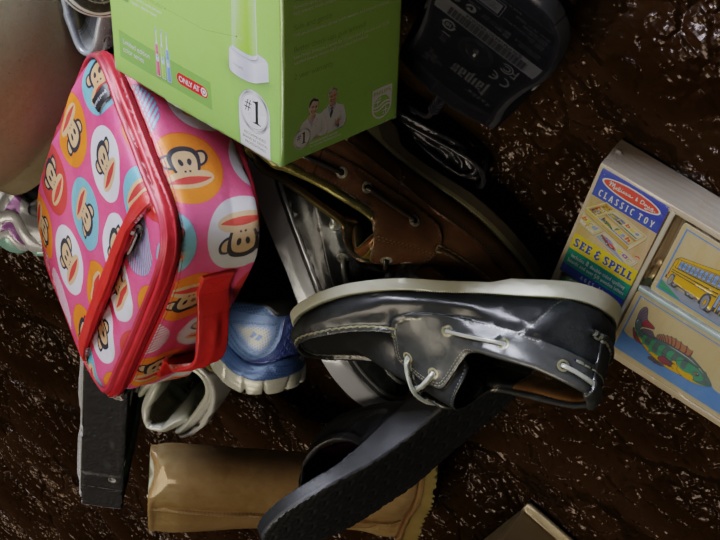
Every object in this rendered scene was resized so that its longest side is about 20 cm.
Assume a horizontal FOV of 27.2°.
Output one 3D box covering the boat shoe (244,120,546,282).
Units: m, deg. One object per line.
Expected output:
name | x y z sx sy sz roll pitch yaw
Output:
boat shoe | 0.018 -0.030 0.861 0.200 0.068 0.072 40 161 -11

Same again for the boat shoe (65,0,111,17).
boat shoe | -0.145 -0.221 0.796 0.064 0.071 0.200 -109 17 -52

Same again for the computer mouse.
computer mouse | 0.039 -0.132 0.787 0.140 0.046 0.200 36 155 4

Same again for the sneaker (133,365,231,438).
sneaker | -0.134 0.074 1.099 0.074 0.116 0.200 45 146 -5

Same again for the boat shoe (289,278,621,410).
boat shoe | 0.046 0.044 0.846 0.200 0.068 0.072 1 157 25

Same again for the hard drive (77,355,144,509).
hard drive | -0.179 0.063 1.100 0.038 0.140 0.200 8 136 -3

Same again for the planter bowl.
planter bowl | -0.249 -0.130 0.959 0.135 0.201 0.200 34 152 -32

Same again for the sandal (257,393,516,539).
sandal | 0.017 0.108 0.951 0.048 0.200 0.075 54 -179 34

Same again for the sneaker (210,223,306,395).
sneaker | -0.092 -0.010 0.990 0.200 0.078 0.089 45 134 36

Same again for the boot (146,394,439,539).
boot | -0.049 0.140 1.040 0.200 0.066 0.175 4 140 -4

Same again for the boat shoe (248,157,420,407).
boat shoe | 0.001 -0.002 0.932 0.068 0.074 0.200 -12 109 27

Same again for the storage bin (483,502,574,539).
storage bin | 0.129 0.295 1.086 0.198 0.094 0.200 41 144 4

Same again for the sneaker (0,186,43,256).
sneaker | -0.275 -0.101 1.089 0.200 0.078 0.140 28 142 19

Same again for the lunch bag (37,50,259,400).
lunch bag | -0.126 -0.017 0.893 0.176 0.082 0.200 65 148 24

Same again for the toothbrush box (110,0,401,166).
toothbrush box | -0.056 -0.176 0.745 0.146 0.086 0.200 31 135 37

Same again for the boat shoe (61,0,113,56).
boat shoe | -0.162 -0.223 0.867 0.074 0.065 0.202 20 137 28

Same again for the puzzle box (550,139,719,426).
puzzle box | 0.201 0.029 0.806 0.200 0.025 0.133 33 142 15
